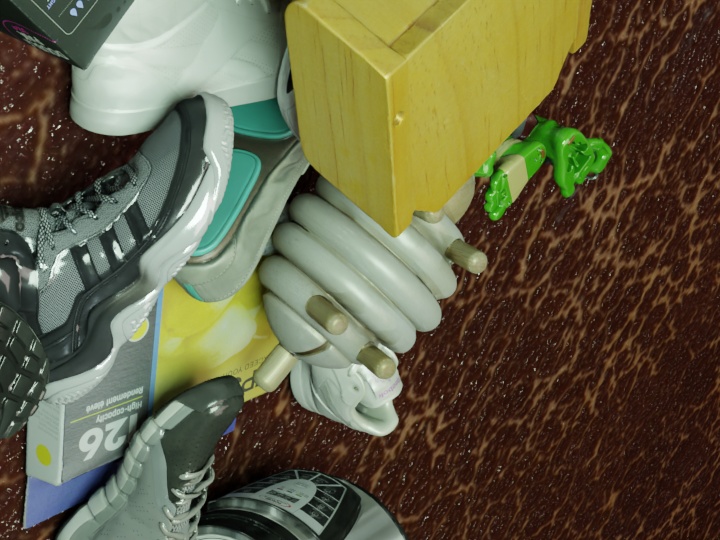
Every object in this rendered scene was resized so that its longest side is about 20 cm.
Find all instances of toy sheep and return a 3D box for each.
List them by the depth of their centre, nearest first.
[{"bbox_3d":[0.000,0.000,0.905,0.200,0.138,0.138,-45,145,-6],"label":"toy sheep"}]

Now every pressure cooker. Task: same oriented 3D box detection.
[{"bbox_3d":[-0.065,0.250,1.010,0.176,0.179,0.200,-40,167,27],"label":"pressure cooker"}]

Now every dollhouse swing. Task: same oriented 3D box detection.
[{"bbox_3d":[0.009,-0.167,0.792,0.200,0.176,0.182,-47,153,-27],"label":"dollhouse swing"}]

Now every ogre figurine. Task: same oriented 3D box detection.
[{"bbox_3d":[0.097,-0.103,1.039,0.200,0.120,0.098,-28,139,-38],"label":"ogre figurine"}]

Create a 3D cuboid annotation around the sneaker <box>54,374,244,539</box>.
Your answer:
[{"bbox_3d":[-0.112,0.164,0.904,0.075,0.116,0.200,-15,151,-53],"label":"sneaker"}]

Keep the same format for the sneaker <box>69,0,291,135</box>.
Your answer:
[{"bbox_3d":[-0.079,-0.160,0.805,0.200,0.074,0.116,-27,137,-38],"label":"sneaker"}]

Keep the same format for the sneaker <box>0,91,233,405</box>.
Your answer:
[{"bbox_3d":[-0.157,-0.026,0.755,0.114,0.075,0.200,29,101,-30],"label":"sneaker"}]

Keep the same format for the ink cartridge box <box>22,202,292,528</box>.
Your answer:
[{"bbox_3d":[-0.132,0.065,0.929,0.197,0.047,0.200,-22,128,-45],"label":"ink cartridge box"}]

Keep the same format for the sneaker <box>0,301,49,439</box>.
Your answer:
[{"bbox_3d":[-0.248,0.025,0.697,0.200,0.087,0.076,30,85,-47],"label":"sneaker"}]

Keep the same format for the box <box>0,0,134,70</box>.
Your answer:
[{"bbox_3d":[-0.178,-0.202,0.572,0.124,0.148,0.200,-57,147,-8],"label":"box"}]

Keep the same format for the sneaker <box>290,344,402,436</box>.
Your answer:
[{"bbox_3d":[-0.008,0.042,1.025,0.075,0.100,0.200,-39,140,-28],"label":"sneaker"}]

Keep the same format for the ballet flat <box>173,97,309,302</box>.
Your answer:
[{"bbox_3d":[-0.064,-0.067,0.883,0.200,0.067,0.064,-61,153,-25],"label":"ballet flat"}]

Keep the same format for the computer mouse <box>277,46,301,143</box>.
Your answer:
[{"bbox_3d":[0.008,-0.164,0.843,0.110,0.044,0.200,39,63,-51],"label":"computer mouse"}]
